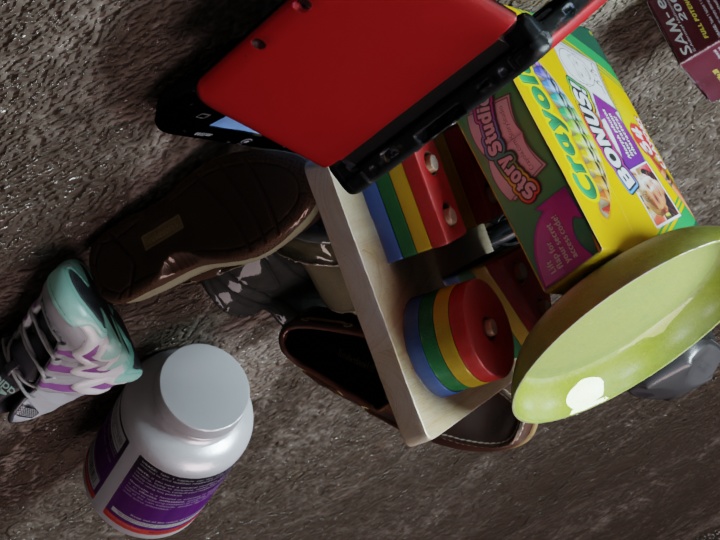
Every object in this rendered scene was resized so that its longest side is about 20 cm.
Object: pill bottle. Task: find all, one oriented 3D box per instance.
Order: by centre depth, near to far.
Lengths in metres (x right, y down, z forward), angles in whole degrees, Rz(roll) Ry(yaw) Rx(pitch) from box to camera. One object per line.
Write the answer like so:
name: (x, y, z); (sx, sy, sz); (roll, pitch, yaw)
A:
pill bottle: (-0.156, 0.139, 1.888); (0.112, 0.113, 0.200); (-15, 159, -29)

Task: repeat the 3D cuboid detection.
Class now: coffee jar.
coffee jar: (0.224, 0.010, 1.890); (0.085, 0.201, 0.104); (-29, 161, 13)

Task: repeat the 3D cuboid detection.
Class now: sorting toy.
sorting toy: (0.065, -0.007, 1.552); (0.069, 0.200, 0.200); (-18, -176, 27)

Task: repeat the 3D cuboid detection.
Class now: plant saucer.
plant saucer: (0.178, 0.030, 1.508); (0.199, 0.031, 0.200); (-27, 156, -13)

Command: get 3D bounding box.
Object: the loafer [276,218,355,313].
loafer: (0.000, 0.000, 1.646); (0.200, 0.075, 0.070); (16, 94, -59)

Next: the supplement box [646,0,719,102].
supplement box: (0.315, -0.207, 1.643); (0.199, 0.061, 0.109); (-31, 160, 12)

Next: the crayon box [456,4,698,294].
crayon box: (0.141, -0.080, 1.541); (0.058, 0.201, 0.172); (-36, 159, 26)

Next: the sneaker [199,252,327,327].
sneaker: (-0.046, -0.004, 1.717); (0.091, 0.076, 0.200); (-39, 161, 17)

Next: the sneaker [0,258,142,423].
sneaker: (-0.239, 0.067, 1.644); (0.139, 0.078, 0.200); (-25, 161, -4)

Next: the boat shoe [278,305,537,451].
boat shoe: (0.032, 0.083, 1.666); (0.070, 0.199, 0.071); (-2, 110, -69)

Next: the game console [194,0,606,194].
game console: (0.030, -0.142, 1.345); (0.200, 0.119, 0.172); (-34, -174, 48)

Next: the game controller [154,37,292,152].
game controller: (-0.045, -0.109, 1.477); (0.104, 0.042, 0.199); (-35, 158, 28)

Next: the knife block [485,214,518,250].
knife block: (0.053, -0.016, 1.818); (0.199, 0.064, 0.176); (-14, 158, -30)

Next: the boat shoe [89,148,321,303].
boat shoe: (-0.095, -0.035, 1.565); (0.201, 0.075, 0.075); (-19, 173, 34)
